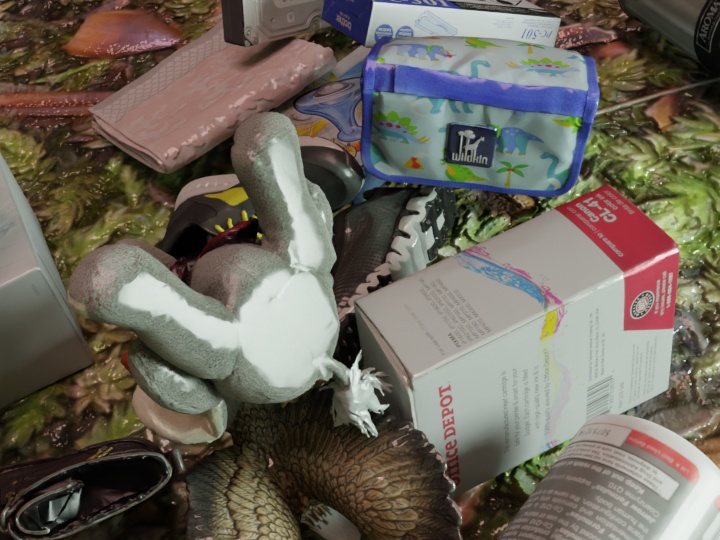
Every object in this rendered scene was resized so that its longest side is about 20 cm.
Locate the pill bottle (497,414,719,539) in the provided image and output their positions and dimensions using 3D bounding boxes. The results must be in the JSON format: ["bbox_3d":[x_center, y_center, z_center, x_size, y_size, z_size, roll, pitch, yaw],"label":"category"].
[{"bbox_3d":[0.125,0.190,0.654,0.114,0.114,0.200,26,59,33],"label":"pill bottle"}]

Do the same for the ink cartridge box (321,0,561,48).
[{"bbox_3d":[0.075,-0.231,1.034,0.200,0.044,0.094,-2,28,-28],"label":"ink cartridge box"}]

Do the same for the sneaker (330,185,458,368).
[{"bbox_3d":[0.000,0.000,0.900,0.090,0.066,0.200,11,48,27],"label":"sneaker"}]

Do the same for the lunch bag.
[{"bbox_3d":[0.091,-0.125,0.876,0.170,0.200,0.128,7,89,5],"label":"lunch bag"}]

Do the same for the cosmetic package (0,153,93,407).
[{"bbox_3d":[-0.357,0.019,0.935,0.199,0.123,0.200,-26,46,-10],"label":"cosmetic package"}]

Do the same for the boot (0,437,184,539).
[{"bbox_3d":[-0.211,0.153,0.736,0.200,0.174,0.069,-23,87,-9],"label":"boot"}]

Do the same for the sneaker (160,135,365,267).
[{"bbox_3d":[-0.083,-0.044,0.929,0.200,0.074,0.085,-18,35,35],"label":"sneaker"}]

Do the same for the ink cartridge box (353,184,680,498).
[{"bbox_3d":[0.106,0.051,0.755,0.200,0.148,0.086,-23,46,-14],"label":"ink cartridge box"}]

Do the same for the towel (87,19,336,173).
[{"bbox_3d":[-0.150,-0.176,1.096,0.200,0.032,0.191,-37,37,-18],"label":"towel"}]

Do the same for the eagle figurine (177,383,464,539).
[{"bbox_3d":[-0.038,0.144,0.719,0.151,0.152,0.200,13,8,-18],"label":"eagle figurine"}]

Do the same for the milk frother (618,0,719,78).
[{"bbox_3d":[0.373,-0.248,1.001,0.200,0.181,0.188,10,32,-38],"label":"milk frother"}]

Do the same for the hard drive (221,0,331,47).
[{"bbox_3d":[-0.050,-0.304,1.095,0.200,0.140,0.038,-23,32,-40],"label":"hard drive"}]

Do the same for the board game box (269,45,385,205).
[{"bbox_3d":[0.019,-0.155,1.055,0.200,0.034,0.135,-40,51,-22],"label":"board game box"}]

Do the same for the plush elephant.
[{"bbox_3d":[-0.086,0.022,0.684,0.155,0.200,0.165,-1,45,51],"label":"plush elephant"}]

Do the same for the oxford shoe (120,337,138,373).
[{"bbox_3d":[-0.093,0.040,0.899,0.200,0.071,0.073,-39,84,-30],"label":"oxford shoe"}]
